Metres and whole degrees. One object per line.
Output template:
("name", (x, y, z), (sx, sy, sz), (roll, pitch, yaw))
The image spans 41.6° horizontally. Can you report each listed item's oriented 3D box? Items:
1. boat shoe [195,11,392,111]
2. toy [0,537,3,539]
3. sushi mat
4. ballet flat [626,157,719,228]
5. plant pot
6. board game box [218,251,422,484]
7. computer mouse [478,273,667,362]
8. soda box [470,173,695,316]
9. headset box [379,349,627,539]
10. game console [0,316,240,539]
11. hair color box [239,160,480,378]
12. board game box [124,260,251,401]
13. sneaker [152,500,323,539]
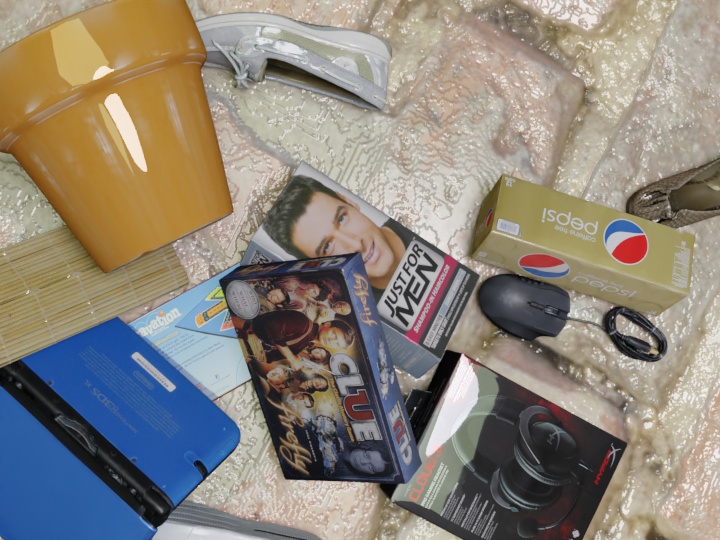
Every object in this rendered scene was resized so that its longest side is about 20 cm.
("boat shoe", (-0.069, -0.193, 0.887), (0.199, 0.074, 0.066), (6, 82, -13))
("toy", (-0.341, 0.189, 0.850), (0.115, 0.047, 0.201), (35, 85, -4))
("sushi mat", (-0.254, 0.007, 0.836), (0.199, 0.012, 0.096), (-26, 79, -36))
("ballet flat", (0.359, -0.086, 0.938), (0.197, 0.046, 0.068), (-18, 90, -7))
("plant pot", (-0.201, -0.107, 0.810), (0.198, 0.200, 0.185), (-26, 96, -7))
("board game box", (-0.035, 0.089, 0.828), (0.134, 0.035, 0.203), (-6, 109, 33))
("computer mouse", (0.209, 0.049, 0.922), (0.197, 0.034, 0.060), (15, 85, -6))
("soda box", (0.211, -0.022, 0.902), (0.197, 0.068, 0.065), (18, 67, -5))
("headset box", (0.122, 0.177, 0.886), (0.198, 0.077, 0.150), (29, 85, -5))
("game console", (-0.236, 0.155, 0.830), (0.199, 0.119, 0.171), (40, 41, 8))
("hair color box", (0.000, 0.000, 0.874), (0.198, 0.061, 0.100), (32, 61, -3))
("board game box", (-0.137, 0.063, 0.892), (0.198, 0.019, 0.104), (-28, 91, -6))
("sneaker", (-0.131, 0.260, 0.857), (0.197, 0.073, 0.072), (15, 92, -2))
